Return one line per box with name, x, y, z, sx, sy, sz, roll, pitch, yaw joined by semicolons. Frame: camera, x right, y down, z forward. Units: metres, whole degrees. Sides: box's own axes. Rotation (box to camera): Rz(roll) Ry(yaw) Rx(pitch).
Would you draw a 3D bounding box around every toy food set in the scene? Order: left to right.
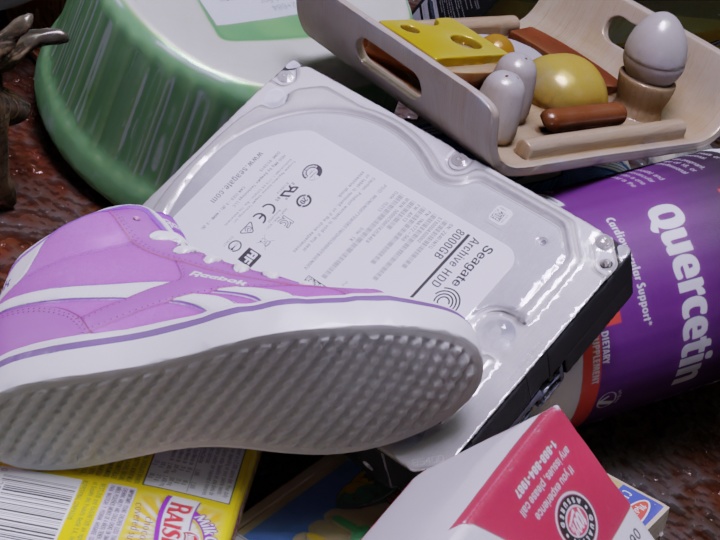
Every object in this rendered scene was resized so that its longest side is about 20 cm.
toy food set;0.083;-0.112;0.839;0.199;0.061;0.143;-9;37;-42

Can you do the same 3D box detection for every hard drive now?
hard drive;0.000;0.000;0.746;0.199;0.038;0.140;33;67;28

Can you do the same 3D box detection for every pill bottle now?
pill bottle;0.142;0.006;0.838;0.198;0.113;0.113;-15;47;-24

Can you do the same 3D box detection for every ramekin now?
ramekin;-0.067;-0.118;0.912;0.198;0.098;0.201;14;44;-14

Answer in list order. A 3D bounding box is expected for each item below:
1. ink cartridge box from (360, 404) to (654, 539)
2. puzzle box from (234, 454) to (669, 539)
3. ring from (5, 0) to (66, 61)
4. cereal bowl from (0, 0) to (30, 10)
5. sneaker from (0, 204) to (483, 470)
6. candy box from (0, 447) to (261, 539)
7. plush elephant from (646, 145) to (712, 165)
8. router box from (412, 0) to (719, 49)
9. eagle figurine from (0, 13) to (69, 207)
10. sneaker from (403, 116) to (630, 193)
ink cartridge box;0.068;0.171;0.565;0.201;0.085;0.148;52;40;-4
puzzle box;0.026;0.122;0.712;0.132;0.026;0.199;27;35;26
ring;-0.113;-0.150;1.025;0.198;0.019;0.201;12;37;-9
cereal bowl;-0.199;-0.195;0.920;0.199;0.199;0.084;-19;84;-41
sneaker;-0.052;0.012;0.683;0.198;0.073;0.115;-2;43;1
candy box;-0.095;0.081;0.699;0.101;0.027;0.201;13;29;1
plush elephant;0.296;-0.087;1.016;0.164;0.156;0.200;-15;47;-38
router box;0.149;-0.165;1.046;0.198;0.157;0.053;-1;68;-25
eagle figurine;-0.250;-0.130;0.813;0.199;0.153;0.151;31;25;17
sneaker;0.077;-0.028;0.906;0.198;0.079;0.089;-1;38;-26
